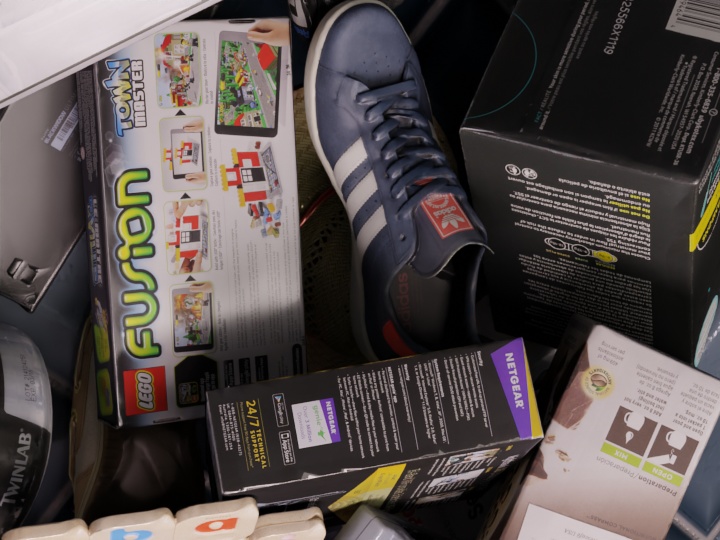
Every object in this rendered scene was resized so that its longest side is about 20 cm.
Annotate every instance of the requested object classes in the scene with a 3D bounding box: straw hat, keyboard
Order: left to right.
[{"bbox_3d":[-0.133,-0.070,0.900,0.127,0.021,0.201,31,94,-33],"label":"keyboard"},{"bbox_3d":[0.000,0.000,0.976,0.199,0.085,0.203,-14,118,-27],"label":"straw hat"}]

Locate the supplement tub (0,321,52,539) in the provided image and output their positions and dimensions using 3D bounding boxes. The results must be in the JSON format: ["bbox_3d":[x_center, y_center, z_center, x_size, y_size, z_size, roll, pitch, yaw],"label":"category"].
[{"bbox_3d":[-0.258,0.069,0.817,0.198,0.122,0.124,15,103,-36],"label":"supplement tub"}]

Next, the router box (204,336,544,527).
[{"bbox_3d":[-0.001,0.094,0.893,0.155,0.200,0.053,-9,75,-8],"label":"router box"}]

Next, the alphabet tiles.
[{"bbox_3d":[-0.120,0.151,0.865,0.197,0.015,0.196,-6,156,-12],"label":"alphabet tiles"}]

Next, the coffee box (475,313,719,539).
[{"bbox_3d":[0.110,0.131,0.899,0.079,0.113,0.202,23,91,1],"label":"coffee box"}]

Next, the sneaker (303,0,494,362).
[{"bbox_3d":[0.028,-0.041,0.885,0.074,0.084,0.202,-20,106,-26],"label":"sneaker"}]

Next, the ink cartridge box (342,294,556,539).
[{"bbox_3d":[0.081,0.112,1.081,0.199,0.084,0.146,-36,127,-13],"label":"ink cartridge box"}]

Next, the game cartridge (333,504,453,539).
[{"bbox_3d":[0.006,0.204,0.963,0.134,0.040,0.200,-55,151,-1],"label":"game cartridge"}]

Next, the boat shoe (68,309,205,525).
[{"bbox_3d":[-0.125,0.098,0.951,0.073,0.066,0.202,2,108,-23],"label":"boat shoe"}]

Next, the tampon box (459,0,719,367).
[{"bbox_3d":[0.146,-0.060,0.947,0.201,0.125,0.151,74,36,-57],"label":"tampon box"}]

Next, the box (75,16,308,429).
[{"bbox_3d":[-0.086,-0.027,0.881,0.109,0.035,0.203,-5,97,-26],"label":"box"}]

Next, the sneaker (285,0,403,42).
[{"bbox_3d":[-0.042,-0.171,0.878,0.198,0.073,0.113,-5,113,-33],"label":"sneaker"}]

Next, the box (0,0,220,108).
[{"bbox_3d":[-0.128,-0.163,0.783,0.198,0.060,0.117,-24,127,8],"label":"box"}]
